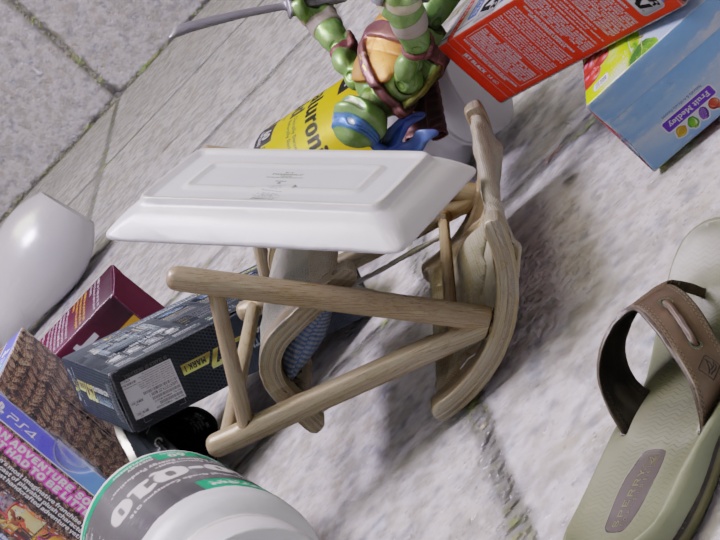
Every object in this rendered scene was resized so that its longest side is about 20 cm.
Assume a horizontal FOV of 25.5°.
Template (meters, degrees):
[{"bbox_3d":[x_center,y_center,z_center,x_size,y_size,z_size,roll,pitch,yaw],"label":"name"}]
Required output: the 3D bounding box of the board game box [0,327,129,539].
[{"bbox_3d":[-0.278,0.177,1.246,0.200,0.159,0.097,-41,18,18],"label":"board game box"}]

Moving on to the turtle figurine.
[{"bbox_3d":[0.009,-0.195,1.072,0.194,0.200,0.144,-54,-1,-21],"label":"turtle figurine"}]

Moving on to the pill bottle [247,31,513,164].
[{"bbox_3d":[0.015,-0.099,1.210,0.200,0.111,0.111,-29,25,34],"label":"pill bottle"}]

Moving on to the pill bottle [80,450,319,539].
[{"bbox_3d":[-0.083,0.168,0.876,0.113,0.113,0.200,-51,18,-11],"label":"pill bottle"}]

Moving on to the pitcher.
[{"bbox_3d":[-0.431,0.004,2.086,0.200,0.121,0.172,-59,2,0],"label":"pitcher"}]

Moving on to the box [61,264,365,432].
[{"bbox_3d":[-0.109,0.048,1.176,0.199,0.051,0.158,-26,11,-20],"label":"box"}]

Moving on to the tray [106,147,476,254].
[{"bbox_3d":[-0.043,-0.046,0.920,0.199,0.022,0.107,3,31,29],"label":"tray"}]

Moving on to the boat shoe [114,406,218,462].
[{"bbox_3d":[-0.131,0.129,1.141,0.066,0.075,0.199,-42,17,5],"label":"boat shoe"}]

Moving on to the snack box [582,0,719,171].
[{"bbox_3d":[0.215,-0.174,0.973,0.169,0.068,0.200,-42,19,25],"label":"snack box"}]

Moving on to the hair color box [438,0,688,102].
[{"bbox_3d":[0.139,-0.187,0.971,0.111,0.064,0.200,-58,17,-24],"label":"hair color box"}]

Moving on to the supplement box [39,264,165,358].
[{"bbox_3d":[-0.242,0.110,1.386,0.200,0.110,0.086,-46,18,7],"label":"supplement box"}]

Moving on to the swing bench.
[{"bbox_3d":[0.000,0.000,0.980,0.199,0.130,0.199,-9,24,6],"label":"swing bench"}]

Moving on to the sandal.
[{"bbox_3d":[0.136,0.046,0.705,0.080,0.057,0.201,-26,28,50],"label":"sandal"}]
